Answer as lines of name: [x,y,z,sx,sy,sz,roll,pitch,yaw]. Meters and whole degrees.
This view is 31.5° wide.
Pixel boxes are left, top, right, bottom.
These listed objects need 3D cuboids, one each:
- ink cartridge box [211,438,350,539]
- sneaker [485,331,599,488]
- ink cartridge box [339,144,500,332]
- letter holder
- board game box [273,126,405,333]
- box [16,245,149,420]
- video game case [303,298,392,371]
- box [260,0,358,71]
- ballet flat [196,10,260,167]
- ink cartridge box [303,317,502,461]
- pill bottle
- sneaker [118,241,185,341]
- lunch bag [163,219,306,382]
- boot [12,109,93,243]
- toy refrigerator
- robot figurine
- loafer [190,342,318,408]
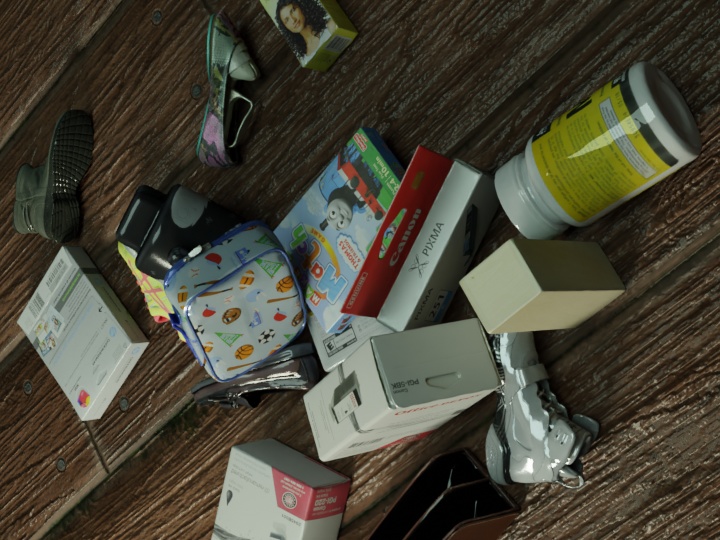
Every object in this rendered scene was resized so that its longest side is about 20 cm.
ink cartridge box: [-0.109,0.335,1.608,0.144,0.084,0.203,20,103,34]
sneaker: [0.199,0.140,1.393,0.113,0.075,0.204,5,97,35]
ink cartridge box: [0.074,-0.026,1.403,0.044,0.176,0.202,30,99,26]
letter holder: [0.061,0.313,1.447,0.101,0.141,0.201,47,115,26]
board game box: [-0.012,-0.047,1.541,0.200,0.036,0.152,-48,64,27]
box: [-0.405,0.089,1.851,0.200,0.041,0.157,49,116,27]
video game case: [0.000,0.000,1.568,0.199,0.023,0.184,-32,72,33]
box: [-0.085,-0.351,1.616,0.075,0.050,0.201,-45,64,27]
ballet flat: [-0.169,-0.234,1.674,0.070,0.069,0.204,11,100,17]
ink cartridge box: [0.043,0.133,1.415,0.200,0.145,0.084,-45,58,56]
pill bottle: [0.244,-0.117,1.334,0.199,0.114,0.116,-34,71,30]
sneaker: [-0.272,0.023,1.734,0.200,0.078,0.091,42,120,30]
lunch bag: [-0.151,0.038,1.526,0.159,0.201,0.076,-31,54,-12]
boot: [-0.467,-0.145,1.886,0.129,0.067,0.204,16,97,41]
toy refrigerator: [0.190,0.013,1.320,0.076,0.199,0.071,-41,67,29]
robot figurine: [-0.210,-0.028,1.623,0.125,0.198,0.152,-48,18,48]
loafer: [-0.137,0.150,1.640,0.198,0.072,0.064,-23,81,31]
